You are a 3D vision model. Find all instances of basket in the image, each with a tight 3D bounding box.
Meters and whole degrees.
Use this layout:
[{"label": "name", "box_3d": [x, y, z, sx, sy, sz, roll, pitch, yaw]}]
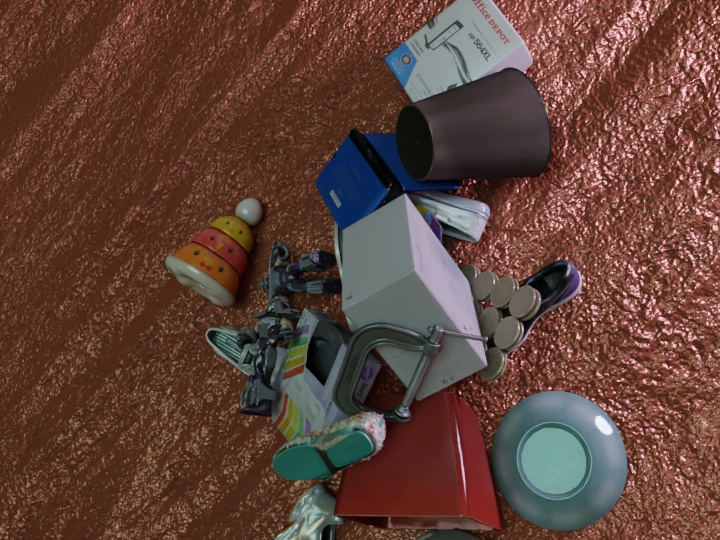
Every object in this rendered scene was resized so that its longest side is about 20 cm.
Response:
[{"label": "basket", "box_3d": [0.166, -0.210, 1.167, 0.198, 0.136, 0.182, -15, 77, -24]}]

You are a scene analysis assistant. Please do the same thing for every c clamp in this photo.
[{"label": "c clamp", "box_3d": [0.054, 0.143, 1.037, 0.169, 0.027, 0.201, 19, 123, -12]}]

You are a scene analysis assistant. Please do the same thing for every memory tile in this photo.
[{"label": "memory tile", "box_3d": [0.183, 0.075, 1.164, 0.155, 0.017, 0.200, -64, 28, 0]}]

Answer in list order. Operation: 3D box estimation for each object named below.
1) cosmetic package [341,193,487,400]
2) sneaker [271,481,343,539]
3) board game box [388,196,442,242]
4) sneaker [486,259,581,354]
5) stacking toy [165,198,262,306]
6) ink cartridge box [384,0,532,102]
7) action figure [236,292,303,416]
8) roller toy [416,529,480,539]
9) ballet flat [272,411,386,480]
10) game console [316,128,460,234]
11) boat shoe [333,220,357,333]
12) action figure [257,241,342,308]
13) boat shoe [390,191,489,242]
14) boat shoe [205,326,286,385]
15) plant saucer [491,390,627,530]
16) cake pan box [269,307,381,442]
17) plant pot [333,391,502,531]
[{"label": "cosmetic package", "box_3d": [0.074, 0.035, 1.101, 0.122, 0.200, 0.200, -30, 30, 18]}, {"label": "sneaker", "box_3d": [-0.093, 0.452, 1.240, 0.092, 0.076, 0.201, 32, 94, 21]}, {"label": "board game box", "box_3d": [0.052, -0.017, 1.246, 0.157, 0.039, 0.203, 10, 104, 32]}, {"label": "sneaker", "box_3d": [0.243, 0.053, 1.161, 0.200, 0.087, 0.076, -44, 66, 10]}, {"label": "stacking toy", "box_3d": [-0.247, -0.050, 1.391, 0.145, 0.146, 0.201, 23, 73, 25]}, {"label": "ink cartridge box", "box_3d": [0.164, -0.352, 1.279, 0.199, 0.084, 0.147, -37, 68, 14]}, {"label": "action figure", "box_3d": [-0.153, 0.133, 1.238, 0.130, 0.069, 0.202, -16, 62, 55]}, {"label": "roller toy", "box_3d": [0.116, 0.478, 1.091, 0.198, 0.139, 0.185, -1, 88, 23]}, {"label": "ballet flat", "box_3d": [-0.039, 0.250, 1.085, 0.199, 0.064, 0.076, -24, 101, 34]}, {"label": "game console", "box_3d": [0.039, -0.140, 1.247, 0.171, 0.118, 0.201, -51, 36, 17]}, {"label": "boat shoe", "box_3d": [0.000, 0.000, 1.229, 0.062, 0.073, 0.202, -13, 70, 11]}, {"label": "action figure", "box_3d": [-0.117, 0.012, 1.309, 0.199, 0.069, 0.132, -11, 89, 47]}, {"label": "boat shoe", "box_3d": [0.110, -0.094, 1.253, 0.198, 0.074, 0.067, 12, 73, 24]}, {"label": "boat shoe", "box_3d": [-0.188, 0.156, 1.332, 0.198, 0.067, 0.074, 19, 88, 24]}, {"label": "plant saucer", "box_3d": [0.287, 0.279, 1.124, 0.199, 0.039, 0.204, -5, 77, 22]}, {"label": "cake pan box", "box_3d": [-0.064, 0.180, 1.200, 0.184, 0.052, 0.202, 38, 108, 49]}, {"label": "plant pot", "box_3d": [0.092, 0.284, 1.134, 0.198, 0.200, 0.178, -6, 66, 22]}]
